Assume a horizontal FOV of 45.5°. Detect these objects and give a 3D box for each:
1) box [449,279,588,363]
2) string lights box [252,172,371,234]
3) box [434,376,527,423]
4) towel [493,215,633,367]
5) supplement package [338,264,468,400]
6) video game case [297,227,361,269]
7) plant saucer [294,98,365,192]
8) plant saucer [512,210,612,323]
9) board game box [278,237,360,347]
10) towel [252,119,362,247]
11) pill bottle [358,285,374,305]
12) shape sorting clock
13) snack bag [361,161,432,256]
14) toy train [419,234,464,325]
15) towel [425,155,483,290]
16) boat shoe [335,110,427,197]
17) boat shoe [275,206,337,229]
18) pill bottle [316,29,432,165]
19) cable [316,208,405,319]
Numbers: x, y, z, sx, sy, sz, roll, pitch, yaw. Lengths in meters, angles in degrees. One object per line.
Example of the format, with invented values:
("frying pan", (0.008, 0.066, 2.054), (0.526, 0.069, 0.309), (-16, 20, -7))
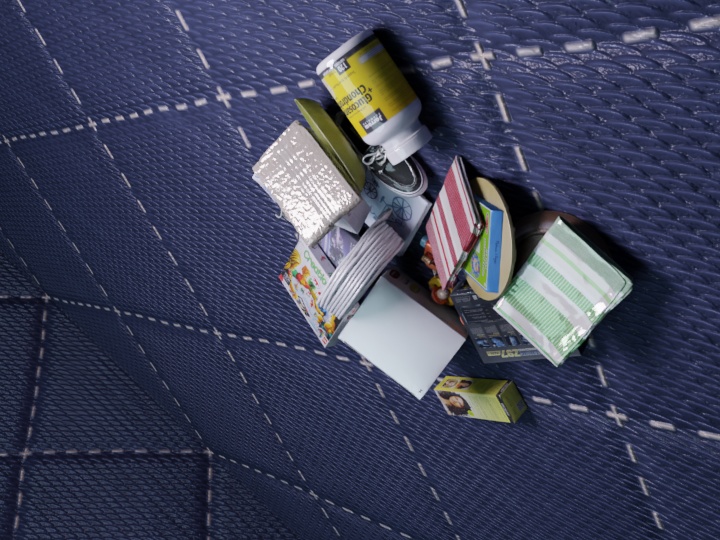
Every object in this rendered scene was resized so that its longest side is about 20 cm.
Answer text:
("box", (0.274, 0.081, 1.488), (0.199, 0.051, 0.158), (-11, 117, 41))
("string lights box", (-0.090, -0.141, 1.579), (0.199, 0.059, 0.103), (23, 168, 27))
("box", (0.245, 0.265, 1.774), (0.199, 0.050, 0.076), (-7, 120, 54))
("towel", (0.309, 0.038, 1.329), (0.152, 0.023, 0.200), (43, 128, 16))
("supplement package", (0.088, 0.116, 1.654), (0.200, 0.111, 0.156), (36, 109, 4))
("video game case", (-0.064, -0.056, 1.774), (0.200, 0.019, 0.143), (41, 140, 33))
("plant saucer", (-0.046, -0.227, 1.512), (0.201, 0.031, 0.200), (55, 180, -1))
("plant saucer", (0.302, 0.006, 1.357), (0.199, 0.032, 0.201), (14, 115, 32))
("board game box", (-0.088, 0.043, 1.786), (0.200, 0.034, 0.127), (54, 132, 26))
("towel", (-0.095, -0.153, 1.501), (0.132, 0.034, 0.200), (-43, 69, 19))
("pill bottle", (-0.004, 0.078, 1.819), (0.199, 0.112, 0.112), (28, 144, 32))
("shape sorting clock", (0.204, -0.052, 1.404), (0.200, 0.039, 0.201), (175, 90, -76))
("snack bag", (0.035, -0.140, 1.612), (0.200, 0.021, 0.189), (44, 149, 13))
("toy train", (0.177, 0.030, 1.588), (0.200, 0.056, 0.151), (38, 149, 18))
("towel", (0.157, -0.077, 1.455), (0.200, 0.023, 0.145), (109, 153, -56))
("boat shoe", (0.034, -0.204, 1.476), (0.200, 0.074, 0.068), (50, -170, 11))
("boat shoe", (-0.124, -0.127, 1.691), (0.200, 0.062, 0.075), (40, 139, 36))
("pill bottle", (0.027, -0.274, 1.378), (0.200, 0.112, 0.112), (54, 149, -9))
("cable", (0.000, 0.000, 1.591), (0.069, 0.200, 0.200), (38, 144, 1))
